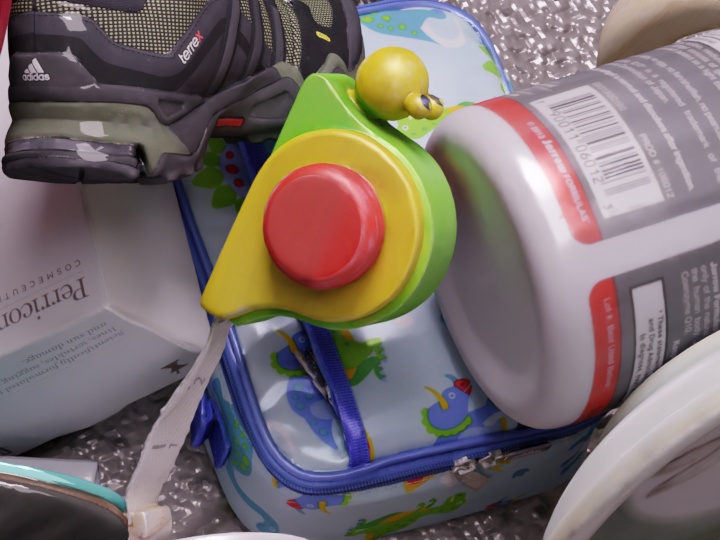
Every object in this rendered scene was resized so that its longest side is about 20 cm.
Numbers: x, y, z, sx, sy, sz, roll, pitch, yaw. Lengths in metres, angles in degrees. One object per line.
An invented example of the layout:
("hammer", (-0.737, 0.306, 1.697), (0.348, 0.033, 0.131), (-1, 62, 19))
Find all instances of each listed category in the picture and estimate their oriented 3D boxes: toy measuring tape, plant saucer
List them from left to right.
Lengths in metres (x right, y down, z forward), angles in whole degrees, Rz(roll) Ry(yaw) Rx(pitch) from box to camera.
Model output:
("toy measuring tape", (-0.018, 0.019, 0.943), (0.073, 0.074, 0.201), (25, 102, -1))
("plant saucer", (0.138, 0.063, 0.951), (0.199, 0.201, 0.050), (-14, 57, -22))

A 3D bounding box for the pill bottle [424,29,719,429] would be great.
("pill bottle", (0.130, -0.026, 0.975), (0.199, 0.116, 0.116), (-17, 67, -19))

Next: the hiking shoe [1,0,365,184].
("hiking shoe", (-0.055, -0.094, 0.949), (0.075, 0.101, 0.200), (4, 17, 24))

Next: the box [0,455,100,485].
("box", (-0.166, 0.159, 0.937), (0.155, 0.041, 0.201), (3, 60, -13))

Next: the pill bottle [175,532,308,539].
("pill bottle", (-0.039, 0.193, 0.883), (0.111, 0.112, 0.201), (-2, 69, -17))

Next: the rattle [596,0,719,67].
("rattle", (0.151, -0.067, 1.057), (0.130, 0.200, 0.143), (32, 58, 3))

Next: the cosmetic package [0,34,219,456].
("cosmetic package", (-0.136, -0.041, 1.006), (0.112, 0.081, 0.201), (-27, 62, 18))

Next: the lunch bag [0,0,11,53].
("lunch bag", (-0.193, -0.074, 0.917), (0.081, 0.201, 0.176), (1, 29, -35))

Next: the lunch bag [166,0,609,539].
("lunch bag", (0.000, 0.000, 1.050), (0.160, 0.083, 0.201), (-11, 64, -18))

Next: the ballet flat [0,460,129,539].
("ballet flat", (-0.179, 0.087, 0.918), (0.199, 0.068, 0.069), (13, 68, 5))
